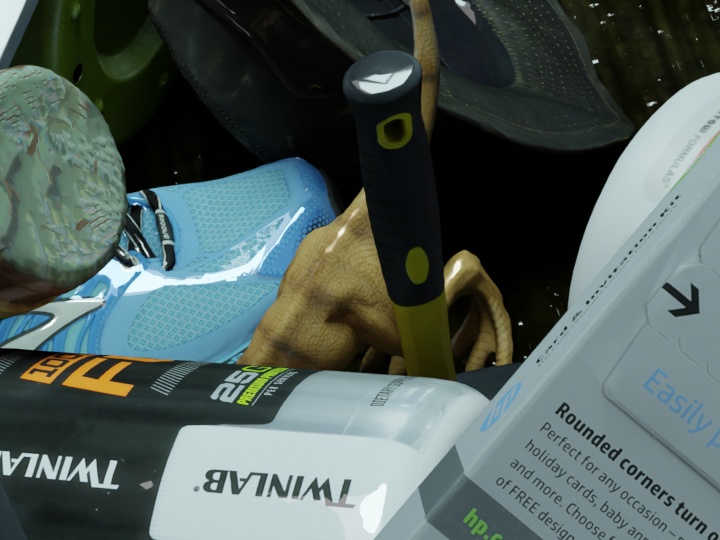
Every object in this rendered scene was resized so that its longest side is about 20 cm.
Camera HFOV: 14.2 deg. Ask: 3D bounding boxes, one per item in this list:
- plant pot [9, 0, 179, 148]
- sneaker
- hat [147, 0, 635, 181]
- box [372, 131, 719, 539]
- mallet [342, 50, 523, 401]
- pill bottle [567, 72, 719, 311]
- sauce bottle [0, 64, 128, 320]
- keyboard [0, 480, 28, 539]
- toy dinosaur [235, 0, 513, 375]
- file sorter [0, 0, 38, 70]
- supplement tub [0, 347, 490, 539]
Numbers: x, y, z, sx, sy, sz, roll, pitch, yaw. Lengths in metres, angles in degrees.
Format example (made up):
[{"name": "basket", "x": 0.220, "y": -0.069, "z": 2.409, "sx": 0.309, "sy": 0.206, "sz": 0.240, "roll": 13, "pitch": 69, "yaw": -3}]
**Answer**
[{"name": "plant pot", "x": -0.157, "y": -0.126, "z": 1.005, "sx": 0.193, "sy": 0.201, "sz": 0.201, "roll": 17, "pitch": 47, "yaw": 17}, {"name": "sneaker", "x": -0.100, "y": 0.005, "z": 0.890, "sx": 0.200, "sy": 0.090, "sz": 0.078, "roll": -19, "pitch": 39, "yaw": -6}, {"name": "hat", "x": -0.009, "y": -0.075, "z": 0.941, "sx": 0.081, "sy": 0.200, "sz": 0.201, "roll": -52, "pitch": 35, "yaw": 20}, {"name": "box", "x": 0.105, "y": 0.061, "z": 0.656, "sx": 0.200, "sy": 0.156, "sz": 0.041, "roll": -50, "pitch": 8, "yaw": 5}, {"name": "mallet", "x": 0.006, "y": 0.012, "z": 0.772, "sx": 0.066, "sy": 0.200, "sz": 0.041, "roll": -21, "pitch": 56, "yaw": 2}, {"name": "pill bottle", "x": 0.163, "y": 0.025, "z": 0.772, "sx": 0.200, "sy": 0.112, "sz": 0.112, "roll": 24, "pitch": 52, "yaw": 37}, {"name": "sauce bottle", "x": -0.152, "y": -0.001, "z": 0.808, "sx": 0.200, "sy": 0.065, "sz": 0.065, "roll": -18, "pitch": 30, "yaw": 40}, {"name": "keyboard", "x": -0.105, "y": 0.145, "z": 0.646, "sx": 0.127, "sy": 0.200, "sz": 0.021, "roll": -27, "pitch": 17, "yaw": -17}, {"name": "toy dinosaur", "x": 0.000, "y": 0.000, "z": 0.842, "sx": 0.060, "sy": 0.106, "sz": 0.200, "roll": 36, "pitch": 99, "yaw": 37}, {"name": "file sorter", "x": -0.158, "y": -0.140, "z": 0.851, "sx": 0.138, "sy": 0.125, "sz": 0.200, "roll": 18, "pitch": 64, "yaw": 5}, {"name": "supplement tub", "x": -0.064, "y": 0.083, "z": 0.762, "sx": 0.200, "sy": 0.123, "sz": 0.123, "roll": 3, "pitch": 42, "yaw": 19}]
